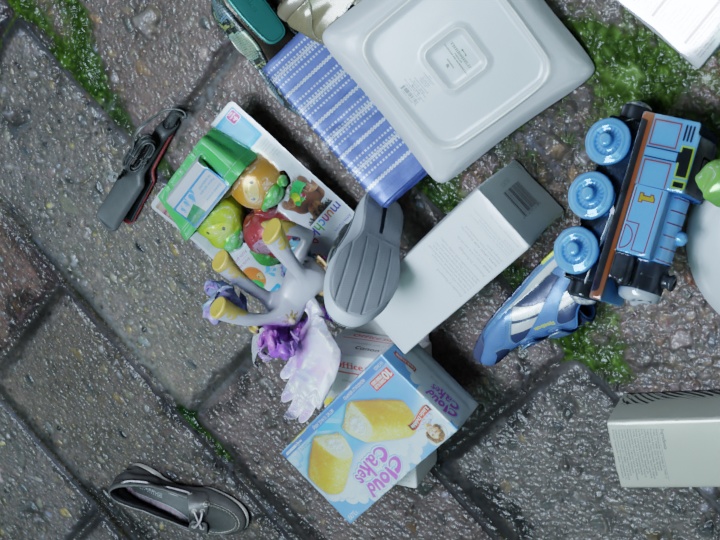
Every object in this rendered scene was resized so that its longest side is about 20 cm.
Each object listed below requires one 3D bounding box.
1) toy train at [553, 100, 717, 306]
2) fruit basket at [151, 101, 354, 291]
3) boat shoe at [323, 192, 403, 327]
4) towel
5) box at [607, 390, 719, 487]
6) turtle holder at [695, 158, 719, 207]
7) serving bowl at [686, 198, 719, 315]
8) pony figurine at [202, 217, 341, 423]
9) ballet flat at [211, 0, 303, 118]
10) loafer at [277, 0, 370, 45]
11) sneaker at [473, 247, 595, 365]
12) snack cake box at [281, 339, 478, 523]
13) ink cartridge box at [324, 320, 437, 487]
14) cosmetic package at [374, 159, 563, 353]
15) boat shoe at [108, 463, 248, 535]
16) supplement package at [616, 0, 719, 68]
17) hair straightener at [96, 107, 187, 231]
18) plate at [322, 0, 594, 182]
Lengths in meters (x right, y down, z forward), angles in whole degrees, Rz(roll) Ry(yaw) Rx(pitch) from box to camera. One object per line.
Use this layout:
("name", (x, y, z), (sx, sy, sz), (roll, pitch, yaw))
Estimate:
("toy train", (0.259, -0.058, 1.173), (0.114, 0.087, 0.201), (17, 91, 32))
("fruit basket", (-0.124, -0.063, 1.412), (0.200, 0.094, 0.185), (45, 125, 1))
("boat shoe", (0.000, 0.000, 1.271), (0.072, 0.200, 0.071), (31, 128, -7))
("towel", (0.014, -0.183, 1.292), (0.145, 0.024, 0.200), (-41, 86, 7))
("box", (0.358, 0.169, 1.258), (0.199, 0.068, 0.083), (-5, 108, 30))
("turtle holder", (0.387, -0.129, 1.073), (0.132, 0.141, 0.186), (45, 126, 29))
("serving bowl", (0.398, -0.016, 1.159), (0.199, 0.066, 0.201), (11, 116, 24))
("pony figurine", (-0.077, 0.041, 1.357), (0.193, 0.200, 0.167), (-54, 44, 9))
("ballet flat", (-0.091, -0.230, 1.347), (0.074, 0.074, 0.200), (-36, 89, 35))
("loafer", (0.008, -0.300, 1.242), (0.200, 0.076, 0.068), (-35, 104, 22))
("sneaker", (0.192, 0.044, 1.294), (0.082, 0.074, 0.200), (43, 125, 4))
("snack cake box", (0.019, 0.174, 1.366), (0.115, 0.067, 0.200), (45, 124, 3))
("ink cartridge box", (0.020, 0.139, 1.431), (0.116, 0.067, 0.201), (6, 113, 26))
("cosmetic package", (0.103, -0.013, 1.296), (0.081, 0.113, 0.200), (47, 126, 4))
("boat shoe", (-0.246, 0.316, 1.660), (0.199, 0.057, 0.067), (16, 117, 23))
("supplement package", (0.273, -0.305, 1.052), (0.200, 0.152, 0.151), (42, 125, 7))
("hair straightener", (-0.262, -0.118, 1.472), (0.041, 0.077, 0.200), (46, 125, 6))
("plate", (0.094, -0.209, 1.213), (0.200, 0.032, 0.200), (-35, 105, 20))
